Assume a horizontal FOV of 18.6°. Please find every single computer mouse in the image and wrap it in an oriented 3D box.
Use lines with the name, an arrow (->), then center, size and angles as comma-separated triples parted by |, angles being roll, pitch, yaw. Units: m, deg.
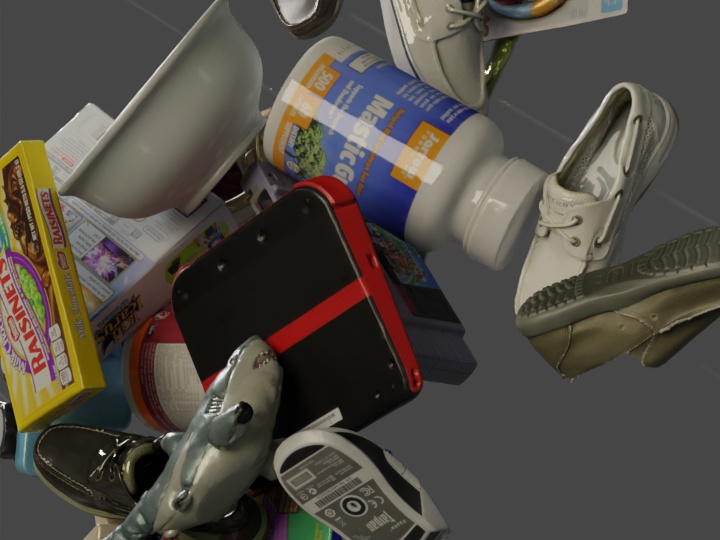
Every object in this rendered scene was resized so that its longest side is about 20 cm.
computer mouse -> 0.025, 0.170, 1.542 | 0.110, 0.200, 0.044 | -32, 23, 33

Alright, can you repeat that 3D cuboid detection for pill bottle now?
pill bottle -> 0.037, -0.083, 1.641 | 0.200, 0.112, 0.112 | 30, 92, 16
pill bottle -> -0.081, 0.076, 1.704 | 0.199, 0.109, 0.110 | -1, 72, 37

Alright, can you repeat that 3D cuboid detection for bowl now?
bowl -> -0.136, -0.107, 1.682 | 0.201, 0.090, 0.201 | -48, 7, 8

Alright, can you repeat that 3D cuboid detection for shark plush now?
shark plush -> -0.118, 0.143, 1.571 | 0.200, 0.091, 0.083 | -53, 50, 17

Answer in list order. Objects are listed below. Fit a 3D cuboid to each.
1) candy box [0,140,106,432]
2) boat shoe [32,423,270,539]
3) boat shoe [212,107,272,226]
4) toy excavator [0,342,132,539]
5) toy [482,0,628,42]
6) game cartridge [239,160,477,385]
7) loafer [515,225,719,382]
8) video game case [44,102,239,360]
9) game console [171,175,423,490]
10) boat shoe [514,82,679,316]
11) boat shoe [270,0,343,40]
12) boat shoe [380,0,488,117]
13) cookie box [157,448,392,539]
candy box -> -0.250, 0.013, 1.669 | 0.102, 0.026, 0.201 | -34, 67, 47
boat shoe -> -0.159, 0.152, 1.630 | 0.200, 0.066, 0.072 | 21, 61, 22
boat shoe -> -0.083, -0.089, 1.798 | 0.200, 0.066, 0.074 | -43, 53, 18
toy excavator -> -0.222, 0.135, 1.747 | 0.200, 0.099, 0.195 | 177, 99, -66
toy -> 0.113, -0.242, 1.719 | 0.199, 0.047, 0.116 | -9, 69, 36
game cartridge -> 0.000, 0.000, 1.659 | 0.038, 0.129, 0.200 | -55, 47, 30
loafer -> 0.210, 0.025, 1.535 | 0.199, 0.070, 0.075 | -17, 18, 24
video game case -> -0.223, -0.026, 1.773 | 0.181, 0.046, 0.200 | -42, 48, -14
game console -> -0.050, 0.044, 1.583 | 0.200, 0.031, 0.177 | -34, 75, 41
boat shoe -> 0.157, -0.046, 1.593 | 0.071, 0.069, 0.201 | 24, 89, 38
boat shoe -> -0.070, -0.284, 1.861 | 0.074, 0.073, 0.201 | -31, 56, 25
boat shoe -> 0.062, -0.204, 1.689 | 0.070, 0.071, 0.201 | -22, 83, 48
cookie box -> -0.081, 0.218, 1.671 | 0.199, 0.075, 0.172 | -8, 69, 36
